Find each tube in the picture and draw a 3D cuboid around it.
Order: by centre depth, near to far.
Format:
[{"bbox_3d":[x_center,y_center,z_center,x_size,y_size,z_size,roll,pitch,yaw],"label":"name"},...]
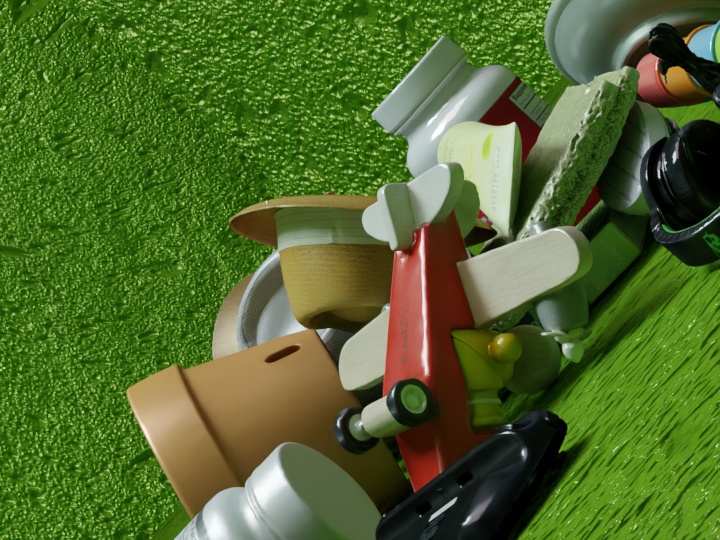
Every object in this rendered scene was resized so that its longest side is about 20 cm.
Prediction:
[{"bbox_3d":[0.091,-0.075,1.781,0.052,0.058,0.200,-38,10,0],"label":"tube"}]

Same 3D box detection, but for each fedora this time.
[{"bbox_3d":[0.000,0.000,1.746,0.201,0.200,0.082,143,132,-77],"label":"fedora"},{"bbox_3d":[-0.019,0.027,1.902,0.200,0.177,0.090,-41,-34,18],"label":"fedora"}]

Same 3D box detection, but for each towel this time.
[{"bbox_3d":[0.130,-0.048,1.747,0.200,0.036,0.148,-62,6,-4],"label":"towel"}]

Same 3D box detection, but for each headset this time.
[{"bbox_3d":[0.208,-0.083,1.473,0.124,0.094,0.200,-47,14,22],"label":"headset"}]

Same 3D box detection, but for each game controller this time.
[{"bbox_3d":[0.050,0.146,1.411,0.200,0.042,0.104,-45,18,57],"label":"game controller"}]

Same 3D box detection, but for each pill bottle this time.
[{"bbox_3d":[-0.081,0.214,1.638,0.200,0.113,0.113,-47,3,17],"label":"pill bottle"},{"bbox_3d":[0.110,-0.084,1.948,0.112,0.200,0.112,-48,2,2],"label":"pill bottle"}]

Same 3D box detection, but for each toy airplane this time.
[{"bbox_3d":[0.065,0.033,1.601,0.199,0.141,0.200,-64,28,14],"label":"toy airplane"}]

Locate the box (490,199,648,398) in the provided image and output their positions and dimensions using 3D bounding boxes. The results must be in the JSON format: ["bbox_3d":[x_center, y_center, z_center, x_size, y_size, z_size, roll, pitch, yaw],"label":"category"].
[{"bbox_3d":[0.127,0.031,1.809,0.200,0.036,0.144,-49,2,17],"label":"box"}]

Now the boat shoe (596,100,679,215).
[{"bbox_3d":[0.205,-0.083,1.764,0.200,0.071,0.072,-98,30,-71],"label":"boat shoe"}]

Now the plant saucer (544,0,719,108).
[{"bbox_3d":[0.234,-0.168,1.820,0.200,0.200,0.050,-46,41,44],"label":"plant saucer"}]

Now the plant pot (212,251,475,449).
[{"bbox_3d":[0.013,0.054,2.021,0.200,0.186,0.186,-27,16,44],"label":"plant pot"}]

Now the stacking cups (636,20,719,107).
[{"bbox_3d":[0.251,-0.148,1.699,0.061,0.061,0.200,-49,14,-17],"label":"stacking cups"}]

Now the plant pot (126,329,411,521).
[{"bbox_3d":[-0.057,0.133,1.793,0.140,0.200,0.200,-32,2,-2],"label":"plant pot"}]
